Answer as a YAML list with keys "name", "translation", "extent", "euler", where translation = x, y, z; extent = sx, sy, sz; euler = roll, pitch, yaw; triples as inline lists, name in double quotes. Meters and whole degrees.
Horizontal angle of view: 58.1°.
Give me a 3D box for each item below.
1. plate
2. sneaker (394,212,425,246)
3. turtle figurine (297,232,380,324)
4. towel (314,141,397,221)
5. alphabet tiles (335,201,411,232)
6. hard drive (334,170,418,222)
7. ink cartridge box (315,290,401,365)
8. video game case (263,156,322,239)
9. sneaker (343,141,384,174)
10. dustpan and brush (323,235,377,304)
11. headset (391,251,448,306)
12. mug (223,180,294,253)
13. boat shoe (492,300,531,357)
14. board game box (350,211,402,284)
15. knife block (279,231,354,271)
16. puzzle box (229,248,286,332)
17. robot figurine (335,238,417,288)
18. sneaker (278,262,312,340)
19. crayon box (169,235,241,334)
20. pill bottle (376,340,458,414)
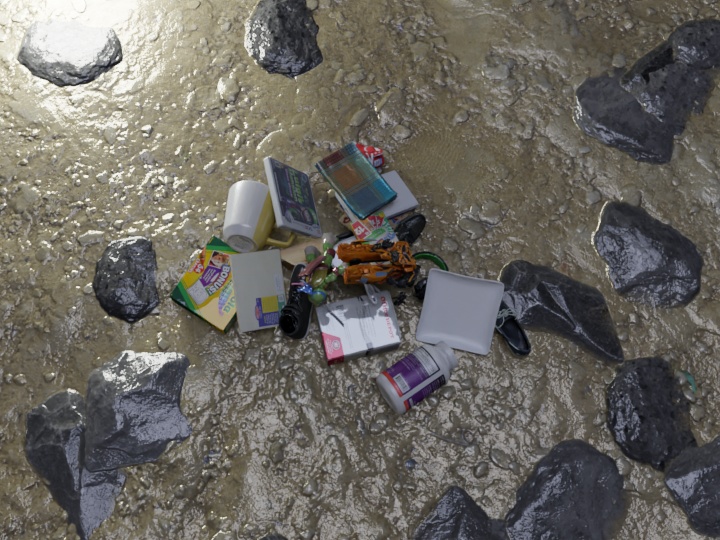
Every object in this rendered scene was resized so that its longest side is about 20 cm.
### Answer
- name: "plate"
  translation: [0.257, 0.105, 1.693]
  extent: [0.197, 0.032, 0.202]
  euler: [11, 105, 4]
- name: "sneaker"
  translation: [0.115, -0.065, 1.732]
  extent: [0.199, 0.076, 0.114]
  euler: [-41, 32, -6]
- name: "turtle figurine"
  translation: [-0.072, 0.019, 1.628]
  extent: [0.197, 0.145, 0.196]
  euler: [6, 48, -16]
- name: "towel"
  translation: [-0.010, -0.240, 1.731]
  extent: [0.146, 0.022, 0.201]
  euler: [-35, 82, -30]
- name: "alphabet tiles"
  translation: [0.034, -0.166, 1.802]
  extent: [0.166, 0.008, 0.200]
  euler: [37, 56, 9]
- name: "hard drive"
  translation: [0.046, -0.197, 1.802]
  extent: [0.198, 0.025, 0.133]
  euler: [-22, 66, -25]
- name: "ink cartridge box"
  translation: [-0.006, 0.149, 1.681]
  extent: [0.197, 0.084, 0.147]
  euler: [-12, 71, -6]
- name: "video game case"
  translation: [-0.180, -0.192, 1.752]
  extent: [0.023, 0.181, 0.203]
  euler: [-24, 70, 26]
- name: "sneaker"
  translation: [0.005, -0.288, 1.810]
  extent: [0.111, 0.072, 0.201]
  euler: [11, 45, 5]
- name: "dustpan and brush"
  translation: [0.000, 0.000, 1.682]
  extent: [0.138, 0.057, 0.202]
  euler: [-21, 78, -9]
- name: "headset"
  translation: [0.157, 0.024, 1.727]
  extent: [0.123, 0.094, 0.200]
  euler: [41, 63, 11]
- name: "mug"
  translation: [-0.276, -0.131, 1.708]
  extent: [0.184, 0.150, 0.155]
  euler: [1, 55, 15]
- name: "boat shoe"
  translation: [0.383, 0.137, 1.715]
  extent: [0.074, 0.062, 0.202]
  euler: [-24, 73, -9]
- name: "board game box"
  translation: [0.053, -0.061, 1.667]
  extent: [0.094, 0.030, 0.201]
  euler: [-21, 59, -8]
- name: "knife block"
  translation: [-0.103, -0.057, 1.759]
  extent: [0.198, 0.064, 0.177]
  euler: [26, 71, 7]
- name: "puzzle box"
  translation: [-0.263, 0.052, 1.682]
  extent: [0.131, 0.025, 0.203]
  euler: [-7, 91, -23]
- name: "robot figurine"
  translation: [0.047, -0.022, 1.564]
  extent: [0.197, 0.059, 0.146]
  euler: [-4, 55, -20]
- name: "sneaker"
  translation: [-0.162, 0.079, 1.661]
  extent: [0.070, 0.099, 0.203]
  euler: [3, 88, 13]
- name: "crayon box"
  translation: [-0.373, 0.037, 1.716]
  extent: [0.171, 0.058, 0.201]
  euler: [30, 72, 8]
- name: "pill bottle"
  translation: [0.145, 0.263, 1.634]
  extent: [0.199, 0.113, 0.113]
  euler: [-32, 75, -13]
